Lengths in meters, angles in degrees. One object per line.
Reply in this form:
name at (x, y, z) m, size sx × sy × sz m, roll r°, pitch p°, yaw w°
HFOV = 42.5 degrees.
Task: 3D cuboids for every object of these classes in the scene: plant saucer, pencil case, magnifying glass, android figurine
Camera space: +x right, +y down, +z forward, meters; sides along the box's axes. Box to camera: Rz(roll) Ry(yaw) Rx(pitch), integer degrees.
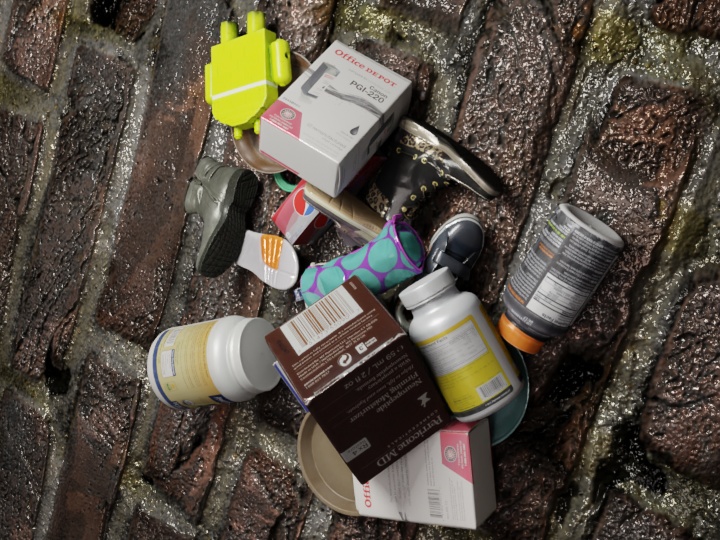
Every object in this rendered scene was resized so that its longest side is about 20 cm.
plant saucer at (-0.131, -0.258, 1.519) m, size 0.199 × 0.032 × 0.202 m, roll -3°, pitch 86°, yaw 37°
plant saucer at (0.165, 0.166, 1.395) m, size 0.199 × 0.036 × 0.202 m, roll 3°, pitch 97°, yaw 30°
pencil case at (0.000, 0.000, 1.378) m, size 0.199 × 0.085 × 0.093 m, roll -28°, pitch 85°, yaw 29°
magnifying glass at (-0.078, -0.216, 1.513) m, size 0.080 × 0.022 × 0.201 m, roll 43°, pitch 115°, yaw 20°
plant saucer at (-0.014, 0.299, 1.514) m, size 0.199 × 0.029 × 0.202 m, roll 2°, pitch 95°, yaw 30°
android figurine at (-0.189, -0.317, 1.521) m, size 0.181 × 0.041 × 0.202 m, roll -10°, pitch 81°, yaw 35°

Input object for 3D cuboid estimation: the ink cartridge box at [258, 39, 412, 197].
ink cartridge box at (-0.035, -0.228, 1.373) m, size 0.145 × 0.200 × 0.085 m, roll 31°, pitch 149°, yaw 13°

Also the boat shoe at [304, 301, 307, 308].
boat shoe at (-0.049, 0.093, 1.491) m, size 0.060 × 0.072 × 0.204 m, roll -5°, pitch 88°, yaw 35°

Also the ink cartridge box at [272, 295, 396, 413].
ink cartridge box at (-0.030, 0.125, 1.446) m, size 0.199 × 0.039 × 0.100 m, roll -34°, pitch 98°, yaw 3°

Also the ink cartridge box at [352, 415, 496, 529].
ink cartridge box at (0.092, 0.293, 1.383) m, size 0.199 × 0.083 × 0.148 m, roll -2°, pitch 98°, yaw 31°

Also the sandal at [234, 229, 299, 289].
sandal at (-0.150, -0.025, 1.553) m, size 0.206 × 0.059 × 0.080 m, roll 26°, pitch 100°, yaw 48°

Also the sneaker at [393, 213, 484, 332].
sneaker at (0.120, 0.011, 1.372) m, size 0.078 × 0.080 × 0.201 m, roll 26°, pitch 117°, yaw -14°

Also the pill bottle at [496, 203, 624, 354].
pill bottle at (0.268, 0.017, 1.283) m, size 0.106 × 0.106 × 0.201 m, roll 38°, pitch 111°, yaw 22°

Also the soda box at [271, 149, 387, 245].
soda box at (-0.052, -0.131, 1.474) m, size 0.200 × 0.070 × 0.064 m, roll -49°, pitch 68°, yaw 24°

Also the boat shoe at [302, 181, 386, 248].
boat shoe at (-0.007, -0.067, 1.418) m, size 0.199 × 0.072 × 0.065 m, roll 28°, pitch 121°, yaw -14°

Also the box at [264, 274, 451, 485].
box at (-0.003, 0.153, 1.308) m, size 0.165 × 0.201 × 0.164 m, roll -35°, pitch 39°, yaw -7°

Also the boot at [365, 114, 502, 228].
boot at (0.103, -0.123, 1.384) m, size 0.200 × 0.073 × 0.151 m, roll 40°, pitch 111°, yaw 25°

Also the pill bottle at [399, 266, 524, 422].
pill bottle at (0.137, 0.101, 1.299) m, size 0.112 × 0.112 × 0.201 m, roll -28°, pitch 94°, yaw 28°

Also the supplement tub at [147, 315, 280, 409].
supplement tub at (-0.244, 0.155, 1.567) m, size 0.199 × 0.144 × 0.146 m, roll -12°, pitch 88°, yaw 30°

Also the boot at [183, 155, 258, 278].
boot at (-0.256, -0.092, 1.584) m, size 0.130 × 0.068 × 0.201 m, roll 15°, pitch 83°, yaw 40°
